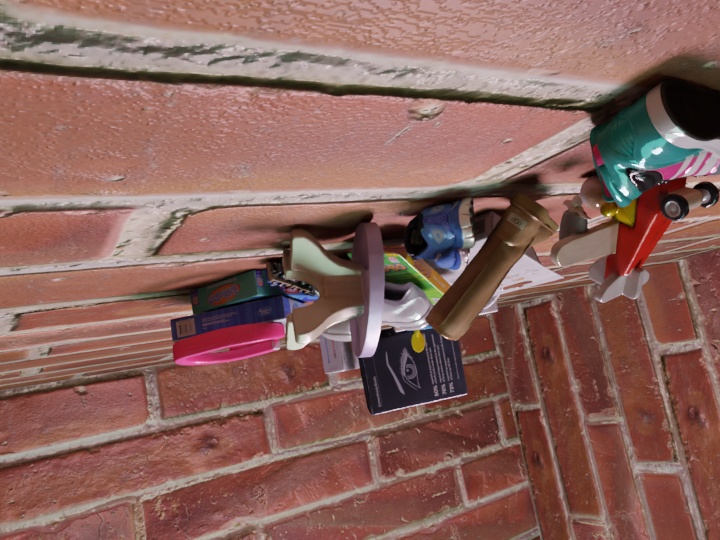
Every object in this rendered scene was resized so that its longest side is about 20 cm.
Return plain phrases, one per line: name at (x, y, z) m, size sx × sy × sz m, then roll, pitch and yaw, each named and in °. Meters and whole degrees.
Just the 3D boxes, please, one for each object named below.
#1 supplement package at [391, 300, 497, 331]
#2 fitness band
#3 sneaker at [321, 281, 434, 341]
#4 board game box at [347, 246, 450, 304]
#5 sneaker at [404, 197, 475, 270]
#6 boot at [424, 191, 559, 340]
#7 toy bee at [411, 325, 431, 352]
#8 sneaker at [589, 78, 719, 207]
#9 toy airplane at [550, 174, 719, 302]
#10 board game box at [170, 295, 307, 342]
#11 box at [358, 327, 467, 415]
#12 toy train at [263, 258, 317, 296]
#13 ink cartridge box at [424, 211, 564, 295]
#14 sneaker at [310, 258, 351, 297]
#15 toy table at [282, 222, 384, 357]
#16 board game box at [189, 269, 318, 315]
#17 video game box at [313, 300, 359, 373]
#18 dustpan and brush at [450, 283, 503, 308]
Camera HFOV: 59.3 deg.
supplement package at (0.149, 0.039, 1.230) m, size 0.198 × 0.122 × 0.120 m, roll -11°, pitch 178°, yaw -1°
fitness band at (-0.217, 0.124, 1.047) m, size 0.199 × 0.038 × 0.143 m, roll -18°, pitch 166°, yaw 28°
sneaker at (0.010, 0.051, 0.978) m, size 0.199 × 0.076 × 0.089 m, roll -12°, pitch 134°, yaw 25°
board game box at (0.071, 0.009, 0.972) m, size 0.095 × 0.030 × 0.200 m, roll 2°, pitch 159°, yaw 36°
sneaker at (0.103, -0.048, 0.853) m, size 0.088 × 0.079 × 0.200 m, roll -1°, pitch 166°, yaw 5°
boot at (0.175, -0.002, 0.850) m, size 0.201 × 0.066 × 0.175 m, roll -56°, pitch 156°, yaw 9°
toy bee at (0.118, 0.081, 1.128) m, size 0.199 × 0.132 × 0.109 m, roll 15°, pitch -177°, yaw 26°
sneaker at (0.289, -0.109, 0.607) m, size 0.199 × 0.084 × 0.120 m, roll 5°, pitch 158°, yaw -37°
toy airplane at (0.333, -0.061, 0.803) m, size 0.199 × 0.141 × 0.200 m, roll -45°, pitch 148°, yaw 10°
board game box at (-0.197, 0.093, 1.116) m, size 0.198 × 0.044 × 0.199 m, roll -12°, pitch 168°, yaw 9°
box at (0.098, 0.187, 1.261) m, size 0.198 × 0.149 × 0.104 m, roll -10°, pitch -177°, yaw -5°
toy train at (-0.102, 0.016, 1.025) m, size 0.045 × 0.034 × 0.200 m, roll -19°, pitch 164°, yaw 17°
ink cartridge box at (0.206, -0.019, 1.014) m, size 0.199 × 0.051 × 0.162 m, roll 20°, pitch 152°, yaw -39°
sneaker at (0.000, 0.000, 1.046) m, size 0.199 × 0.075 × 0.085 m, roll -5°, pitch 152°, yaw -45°
toy table at (-0.039, 0.031, 0.840) m, size 0.116 × 0.202 × 0.184 m, roll -2°, pitch -157°, yaw -12°
board game box at (-0.173, 0.041, 1.113) m, size 0.151 × 0.045 × 0.199 m, roll -16°, pitch 169°, yaw 31°
video game box at (-0.049, 0.116, 1.302) m, size 0.046 × 0.184 × 0.200 m, roll -8°, pitch 171°, yaw 7°
dustpan and brush at (0.212, -0.021, 1.091) m, size 0.200 × 0.139 × 0.057 m, roll -54°, pitch -175°, yaw 31°
